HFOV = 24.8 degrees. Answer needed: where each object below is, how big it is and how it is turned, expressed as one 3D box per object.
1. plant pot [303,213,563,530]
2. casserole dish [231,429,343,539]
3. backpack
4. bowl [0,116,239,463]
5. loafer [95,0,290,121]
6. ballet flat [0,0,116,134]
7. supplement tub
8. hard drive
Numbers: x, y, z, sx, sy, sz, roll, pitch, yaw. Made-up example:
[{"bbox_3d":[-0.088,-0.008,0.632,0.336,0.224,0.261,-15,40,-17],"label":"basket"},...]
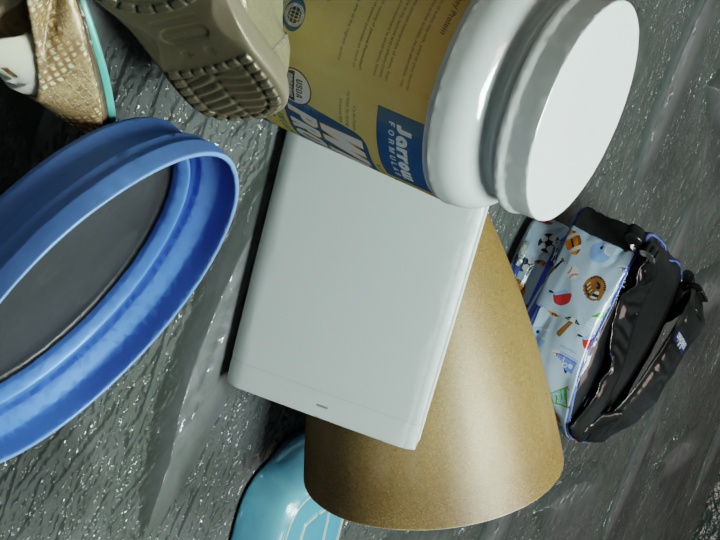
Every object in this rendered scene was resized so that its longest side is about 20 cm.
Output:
[{"bbox_3d":[0.043,0.046,1.125,0.186,0.185,0.202,-32,123,-50],"label":"plant pot"},{"bbox_3d":[-0.055,0.214,1.230,0.121,0.039,0.202,-27,137,-54],"label":"casserole dish"},{"bbox_3d":[0.198,0.052,1.462,0.200,0.153,0.192,30,79,-58],"label":"backpack"},{"bbox_3d":[-0.141,0.010,0.784,0.201,0.039,0.201,-45,166,-14],"label":"bowl"},{"bbox_3d":[-0.088,-0.150,0.775,0.200,0.075,0.069,62,26,-54],"label":"loafer"},{"bbox_3d":[-0.150,-0.130,0.690,0.065,0.071,0.201,-24,138,-18],"label":"ballet flat"},{"bbox_3d":[0.036,-0.121,0.892,0.145,0.199,0.146,-45,149,-36],"label":"supplement tub"},{"bbox_3d":[0.000,0.000,1.020,0.026,0.131,0.202,-51,158,-66],"label":"hard drive"}]
